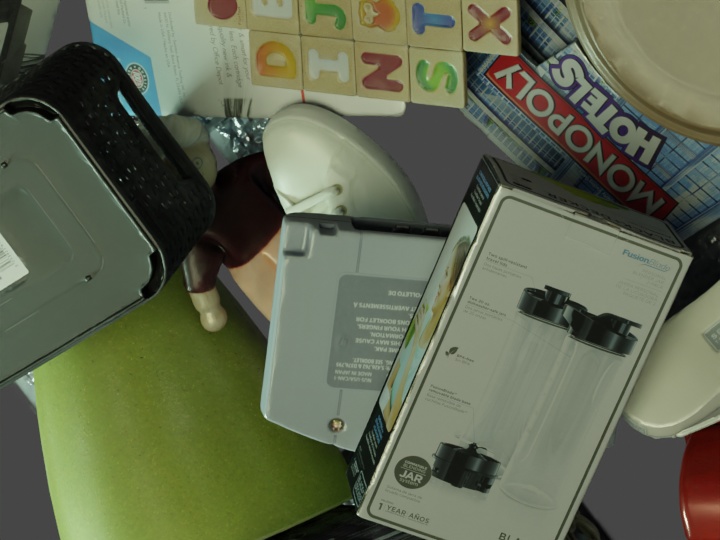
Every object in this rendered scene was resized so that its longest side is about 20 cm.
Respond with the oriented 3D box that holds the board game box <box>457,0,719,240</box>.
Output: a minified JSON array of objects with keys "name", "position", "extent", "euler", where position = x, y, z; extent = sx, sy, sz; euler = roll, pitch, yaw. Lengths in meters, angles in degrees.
[{"name":"board game box","position":[0.137,-0.081,1.559],"extent":[0.200,0.062,0.200],"euler":[42,124,4]}]

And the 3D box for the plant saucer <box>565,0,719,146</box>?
[{"name":"plant saucer","position":[0.195,-0.157,1.448],"extent":[0.200,0.029,0.200],"euler":[7,108,21]}]

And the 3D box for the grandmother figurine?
[{"name":"grandmother figurine","position":[-0.059,-0.021,1.651],"extent":[0.200,0.121,0.061],"euler":[42,160,-20]}]

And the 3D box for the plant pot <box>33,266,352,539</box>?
[{"name":"plant pot","position":[-0.122,0.078,1.711],"extent":[0.187,0.187,0.200],"euler":[-23,88,33]}]

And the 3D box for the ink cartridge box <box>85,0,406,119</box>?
[{"name":"ink cartridge box","position":[-0.057,-0.152,1.620],"extent":[0.200,0.067,0.116],"euler":[3,114,26]}]

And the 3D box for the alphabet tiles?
[{"name":"alphabet tiles","position":[-0.006,-0.174,1.539],"extent":[0.200,0.006,0.166],"euler":[8,116,24]}]

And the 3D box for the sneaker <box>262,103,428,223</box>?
[{"name":"sneaker","position":[0.000,0.000,1.584],"extent":[0.073,0.085,0.200],"euler":[-28,98,39]}]

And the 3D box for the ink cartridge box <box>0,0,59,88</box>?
[{"name":"ink cartridge box","position":[-0.252,-0.170,1.671],"extent":[0.145,0.083,0.200],"euler":[48,132,37]}]

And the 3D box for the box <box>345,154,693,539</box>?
[{"name":"box","position":[0.084,0.052,1.500],"extent":[0.117,0.060,0.200],"euler":[19,106,-12]}]

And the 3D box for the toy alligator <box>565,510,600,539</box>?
[{"name":"toy alligator","position":[0.092,0.075,1.657],"extent":[0.059,0.054,0.200],"euler":[-29,98,38]}]

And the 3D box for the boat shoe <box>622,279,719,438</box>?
[{"name":"boat shoe","position":[0.230,0.028,1.538],"extent":[0.200,0.069,0.072],"euler":[-41,72,0]}]

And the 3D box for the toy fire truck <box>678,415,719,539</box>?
[{"name":"toy fire truck","position":[0.208,0.175,1.556],"extent":[0.129,0.200,0.176],"euler":[-4,111,28]}]

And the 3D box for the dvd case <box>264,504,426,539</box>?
[{"name":"dvd case","position":[-0.044,0.173,1.644],"extent":[0.200,0.149,0.016],"euler":[-10,101,68]}]

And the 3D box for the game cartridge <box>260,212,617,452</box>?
[{"name":"game cartridge","position":[0.048,0.041,1.542],"extent":[0.200,0.040,0.133],"euler":[6,104,-8]}]

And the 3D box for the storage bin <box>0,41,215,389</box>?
[{"name":"storage bin","position":[-0.201,-0.021,1.593],"extent":[0.200,0.094,0.135],"euler":[-30,103,27]}]
